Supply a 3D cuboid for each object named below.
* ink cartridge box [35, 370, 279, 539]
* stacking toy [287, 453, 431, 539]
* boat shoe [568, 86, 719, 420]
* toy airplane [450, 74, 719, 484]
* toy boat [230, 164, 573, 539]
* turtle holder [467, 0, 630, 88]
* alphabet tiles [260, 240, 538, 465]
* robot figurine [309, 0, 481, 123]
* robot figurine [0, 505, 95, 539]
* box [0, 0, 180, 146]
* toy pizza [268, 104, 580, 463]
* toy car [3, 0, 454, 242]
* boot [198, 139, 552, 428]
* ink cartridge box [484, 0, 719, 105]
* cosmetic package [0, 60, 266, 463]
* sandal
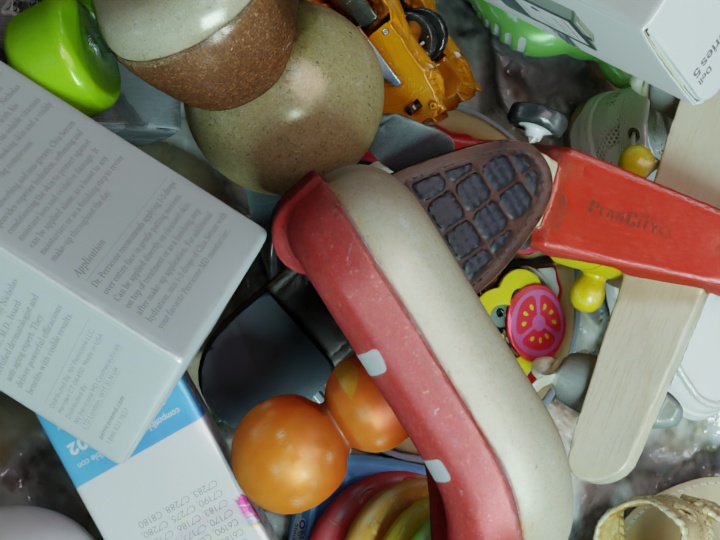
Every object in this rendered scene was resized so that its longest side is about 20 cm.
[{"bbox_3d":[-0.071,0.135,0.895,0.068,0.115,0.201,-29,90,-4],"label":"ink cartridge box"},{"bbox_3d":[0.052,0.153,0.934,0.109,0.200,0.117,12,81,-28],"label":"stacking toy"},{"bbox_3d":[0.181,-0.009,1.105,0.071,0.069,0.201,-25,97,-33],"label":"boat shoe"},{"bbox_3d":[0.158,-0.016,1.013,0.199,0.141,0.200,-28,82,0],"label":"toy airplane"},{"bbox_3d":[0.004,0.061,0.837,0.130,0.131,0.201,-32,97,0],"label":"toy boat"},{"bbox_3d":[0.151,-0.184,1.091,0.141,0.185,0.132,5,62,-65],"label":"turtle holder"},{"bbox_3d":[0.031,0.016,1.054,0.166,0.006,0.201,-20,93,-30],"label":"alphabet tiles"},{"bbox_3d":[-0.019,-0.158,0.989,0.200,0.058,0.145,54,18,1],"label":"robot figurine"},{"bbox_3d":[-0.143,0.204,0.865,0.124,0.150,0.201,-27,98,-2],"label":"robot figurine"},{"bbox_3d":[-0.168,-0.167,0.943,0.157,0.048,0.202,4,81,-28],"label":"box"},{"bbox_3d":[0.043,0.003,1.040,0.199,0.032,0.202,5,81,-29],"label":"toy pizza"},{"bbox_3d":[-0.040,-0.099,0.896,0.200,0.163,0.158,53,21,-39],"label":"toy car"},{"bbox_3d":[0.000,0.000,0.945,0.199,0.097,0.075,-35,98,-7],"label":"boot"},{"bbox_3d":[0.124,-0.194,0.974,0.146,0.200,0.084,-55,143,-3],"label":"ink cartridge box"},{"bbox_3d":[-0.151,-0.021,0.795,0.199,0.071,0.102,33,38,-1],"label":"cosmetic package"},{"bbox_3d":[0.156,0.159,1.054,0.211,0.070,0.078,-25,62,-28],"label":"sandal"}]
